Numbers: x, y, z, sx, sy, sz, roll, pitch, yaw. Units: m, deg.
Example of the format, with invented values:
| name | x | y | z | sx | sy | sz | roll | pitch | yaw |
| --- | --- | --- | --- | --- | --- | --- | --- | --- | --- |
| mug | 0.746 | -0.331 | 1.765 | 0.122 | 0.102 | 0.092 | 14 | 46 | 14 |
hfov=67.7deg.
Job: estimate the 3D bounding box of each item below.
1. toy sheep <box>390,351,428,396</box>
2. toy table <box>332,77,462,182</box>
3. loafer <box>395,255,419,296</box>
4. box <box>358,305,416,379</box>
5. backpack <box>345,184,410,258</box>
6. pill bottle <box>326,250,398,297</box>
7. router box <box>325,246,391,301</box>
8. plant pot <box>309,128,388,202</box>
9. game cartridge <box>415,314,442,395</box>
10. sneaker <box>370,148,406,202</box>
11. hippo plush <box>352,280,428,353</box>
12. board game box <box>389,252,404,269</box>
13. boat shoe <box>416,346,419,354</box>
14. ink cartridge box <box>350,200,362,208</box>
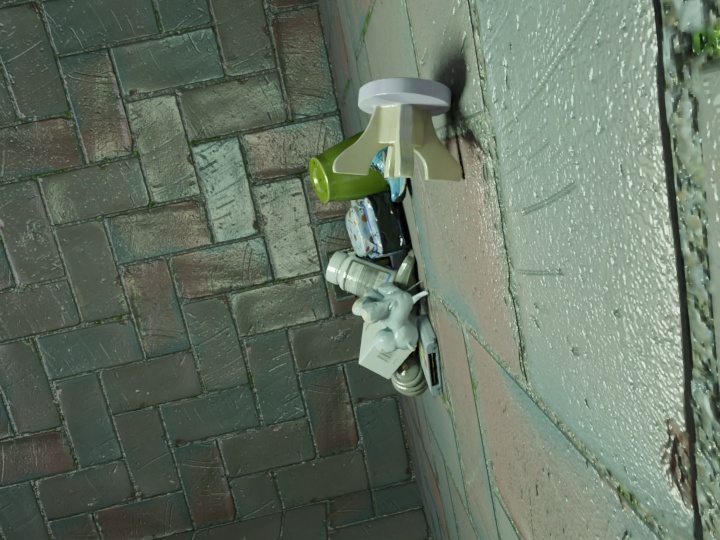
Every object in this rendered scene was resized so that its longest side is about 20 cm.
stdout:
| name | x | y | z | sx | sy | sz | roll | pitch | yaw |
| --- | --- | --- | --- | --- | --- | --- | --- | --- | --- |
| toy sheep | 0.151 | 0.310 | 1.623 | 0.200 | 0.137 | 0.139 | 48 | -156 | -54 |
| toy table | 0.055 | -0.189 | 0.753 | 0.200 | 0.182 | 0.118 | -41 | -44 | -78 |
| loafer | 0.132 | 0.042 | 1.495 | 0.201 | 0.069 | 0.070 | 97 | -161 | -46 |
| box | 0.083 | 0.188 | 1.590 | 0.153 | 0.106 | 0.200 | -55 | 12 | 29 |
| backpack | 0.043 | -0.116 | 1.522 | 0.191 | 0.153 | 0.201 | 128 | 130 | -82 |
| pill bottle | 0.008 | 0.020 | 1.559 | 0.114 | 0.199 | 0.114 | 21 | -90 | -75 |
| router box | 0.000 | 0.000 | 1.723 | 0.052 | 0.199 | 0.158 | 92 | 165 | -76 |
| plant pot | -0.035 | -0.279 | 1.516 | 0.201 | 0.192 | 0.201 | 52 | 154 | 38 |
| game cartridge | 0.185 | 0.225 | 1.459 | 0.133 | 0.041 | 0.201 | -98 | -3 | -56 |
| sneaker | 0.059 | -0.249 | 1.298 | 0.078 | 0.089 | 0.201 | 81 | 175 | -67 |
| hippo plush | 0.090 | 0.128 | 1.421 | 0.159 | 0.199 | 0.162 | -105 | -4 | -71 |
| board game box | 0.102 | -0.095 | 1.740 | 0.200 | 0.043 | 0.201 | -103 | 2 | -45 |
| boat shoe | 0.162 | 0.219 | 1.715 | 0.068 | 0.071 | 0.201 | 20 | 113 | 48 |
| ink cartridge box | 0.019 | -0.180 | 1.745 | 0.200 | 0.085 | 0.147 | 88 | 170 | -69 |
